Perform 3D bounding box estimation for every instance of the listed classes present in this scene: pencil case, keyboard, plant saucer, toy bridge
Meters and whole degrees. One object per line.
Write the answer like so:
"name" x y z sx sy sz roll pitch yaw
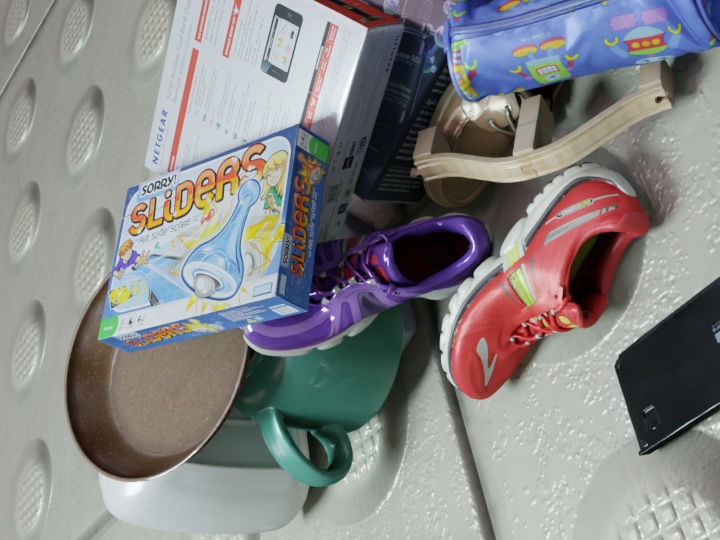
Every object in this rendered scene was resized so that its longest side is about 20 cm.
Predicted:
"pencil case" 0.150 -0.171 0.759 0.199 0.087 0.078 -9 74 32
"keyboard" 0.237 0.054 0.666 0.200 0.021 0.127 -46 39 38
"plant saucer" -0.157 0.072 0.904 0.200 0.037 0.201 -14 65 32
"toy bridge" 0.122 -0.095 0.797 0.199 0.027 0.067 -15 40 29

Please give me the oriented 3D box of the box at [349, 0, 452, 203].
"box" 0.020 -0.177 0.924 0.148 0.107 0.201 36 108 22

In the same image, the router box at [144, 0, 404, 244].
"router box" -0.075 -0.134 0.880 0.179 0.049 0.201 33 121 24

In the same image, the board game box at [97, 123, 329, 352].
"board game box" -0.113 -0.020 0.846 0.199 0.034 0.136 -15 59 39

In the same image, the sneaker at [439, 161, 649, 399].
"sneaker" 0.127 0.020 0.788 0.200 0.077 0.085 -59 43 23

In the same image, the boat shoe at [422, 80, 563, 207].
"boat shoe" 0.112 -0.132 0.862 0.065 0.071 0.201 47 116 51

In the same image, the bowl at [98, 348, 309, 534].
"bowl" -0.129 0.127 0.999 0.075 0.199 0.201 -39 50 44

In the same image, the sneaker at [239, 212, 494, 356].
"sneaker" 0.000 0.000 0.819 0.199 0.083 0.081 -22 81 3

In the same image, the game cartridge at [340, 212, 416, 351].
"game cartridge" -0.019 0.030 1.026 0.133 0.041 0.200 -55 39 21

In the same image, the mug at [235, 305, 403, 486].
"mug" -0.049 0.064 0.925 0.152 0.114 0.185 -58 38 24
